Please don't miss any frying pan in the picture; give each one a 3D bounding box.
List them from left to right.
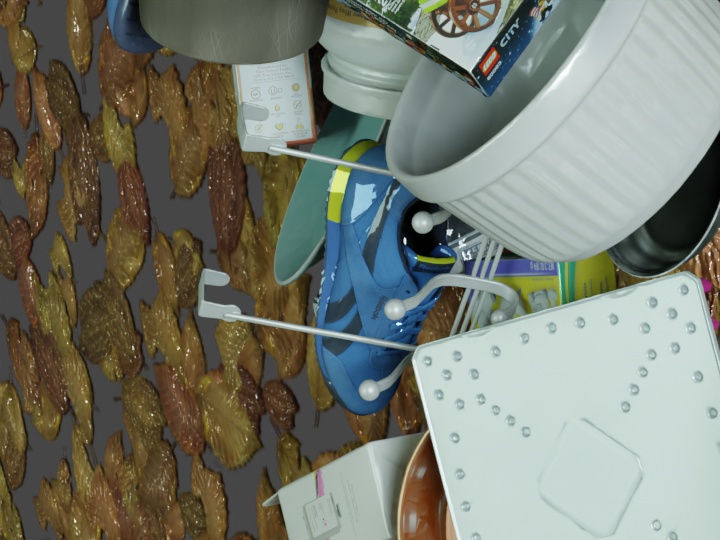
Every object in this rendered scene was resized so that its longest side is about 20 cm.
[{"bbox_3d":[0.192,-0.081,1.384,0.191,0.031,0.115,-60,36,24],"label":"frying pan"}]

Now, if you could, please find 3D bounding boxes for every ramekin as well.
[{"bbox_3d":[0.117,-0.099,1.362,0.200,0.105,0.201,-43,23,23],"label":"ramekin"}]

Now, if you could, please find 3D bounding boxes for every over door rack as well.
[{"bbox_3d":[0.000,0.000,1.519,0.067,0.199,0.148,-72,-1,-53],"label":"over door rack"}]

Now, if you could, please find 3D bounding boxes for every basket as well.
[{"bbox_3d":[-0.068,-0.233,1.433,0.180,0.135,0.201,39,135,43],"label":"basket"}]

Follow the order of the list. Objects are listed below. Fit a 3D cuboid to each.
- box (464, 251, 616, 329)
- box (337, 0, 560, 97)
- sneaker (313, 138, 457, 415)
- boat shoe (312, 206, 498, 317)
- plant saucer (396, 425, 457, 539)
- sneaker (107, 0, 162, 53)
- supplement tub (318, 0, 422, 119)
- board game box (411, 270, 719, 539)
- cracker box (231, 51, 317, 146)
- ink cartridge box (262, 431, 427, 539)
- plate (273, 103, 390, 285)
[{"bbox_3d":[0.121,0.089,1.554,0.117,0.048,0.202,-3,96,62],"label":"box"},{"bbox_3d":[0.071,-0.210,1.322,0.136,0.201,0.038,34,175,26],"label":"box"},{"bbox_3d":[0.020,0.016,1.596,0.078,0.066,0.201,26,126,34],"label":"sneaker"},{"bbox_3d":[0.021,-0.014,1.682,0.200,0.071,0.068,-26,89,59],"label":"boat shoe"},{"bbox_3d":[0.113,0.164,1.495,0.199,0.032,0.202,5,99,34],"label":"plant saucer"},{"bbox_3d":[-0.131,-0.237,1.543,0.082,0.074,0.202,15,98,33],"label":"sneaker"},{"bbox_3d":[0.041,-0.204,1.523,0.144,0.144,0.201,35,127,55],"label":"supplement tub"},{"bbox_3d":[0.139,0.119,1.438,0.199,0.026,0.201,-17,86,34],"label":"board game box"},{"bbox_3d":[-0.070,-0.190,1.789,0.134,0.057,0.202,-126,30,-85],"label":"cracker box"},{"bbox_3d":[0.022,0.160,1.692,0.200,0.116,0.068,-34,68,62],"label":"ink cartridge box"},{"bbox_3d":[-0.005,-0.077,1.699,0.201,0.025,0.201,-58,15,25],"label":"plate"}]
